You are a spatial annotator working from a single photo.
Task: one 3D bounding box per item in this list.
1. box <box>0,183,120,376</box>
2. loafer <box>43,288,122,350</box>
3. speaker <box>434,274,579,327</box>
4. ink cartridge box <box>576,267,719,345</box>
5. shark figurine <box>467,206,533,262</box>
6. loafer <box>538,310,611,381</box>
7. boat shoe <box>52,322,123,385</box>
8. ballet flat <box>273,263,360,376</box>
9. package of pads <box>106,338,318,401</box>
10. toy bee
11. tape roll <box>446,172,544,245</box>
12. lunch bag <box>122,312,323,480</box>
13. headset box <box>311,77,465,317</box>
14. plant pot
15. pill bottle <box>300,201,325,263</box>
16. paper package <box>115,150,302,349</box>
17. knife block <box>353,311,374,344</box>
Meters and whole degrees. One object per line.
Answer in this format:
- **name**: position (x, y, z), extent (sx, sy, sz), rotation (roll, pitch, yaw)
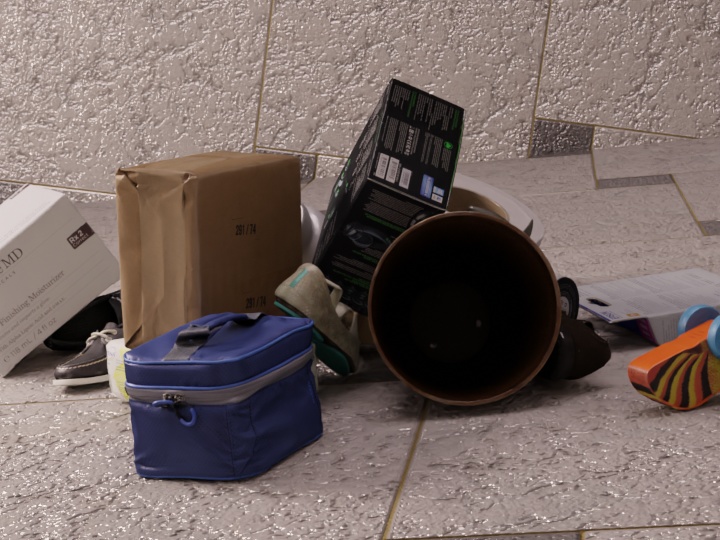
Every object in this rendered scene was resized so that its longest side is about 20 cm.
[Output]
- **box**: position (-0.428, 0.007, 1.970), extent (0.199, 0.131, 0.200), rotation (-42, 21, -15)
- **loafer**: position (-0.306, 0.060, 2.012), extent (0.200, 0.068, 0.070), rotation (-16, 9, -17)
- **speaker**: position (0.147, 0.028, 1.823), extent (0.200, 0.081, 0.081), rotation (14, 20, 38)
- **ink cartridge box**: position (0.343, 0.043, 1.826), extent (0.200, 0.043, 0.196), rotation (-10, 12, -11)
- **shark figurine**: position (0.153, -0.019, 1.727), extent (0.128, 0.090, 0.214), rotation (31, -20, -2)
- **loafer**: position (0.206, 0.078, 1.646), extent (0.071, 0.073, 0.200), rotation (5, 10, -11)
- **boat shoe**: position (-0.284, 0.089, 1.845), extent (0.074, 0.060, 0.200), rotation (0, 11, 36)
- **ballet flat**: position (-0.031, 0.052, 1.656), extent (0.067, 0.062, 0.200), rotation (30, -13, 24)
- **package of pads**: position (-0.162, 0.104, 1.673), extent (0.154, 0.068, 0.200), rotation (-11, 11, -34)
- **toy bee**: position (0.354, 0.080, 1.489), extent (0.200, 0.109, 0.131), rotation (-30, 17, 5)
- **tape roll**: position (0.126, -0.053, 1.992), extent (0.202, 0.071, 0.203), rotation (16, 25, -7)
- **lunch bag**: position (-0.129, 0.105, 1.451), extent (0.136, 0.133, 0.200), rotation (-1, 10, 24)
- **headset box**: position (0.024, -0.072, 1.716), extent (0.093, 0.200, 0.174), rotation (23, 43, -9)
- **plant pot**: position (0.099, 0.046, 1.621), extent (0.187, 0.187, 0.200), rotation (-6, -6, -1)
- **pill bottle**: position (-0.067, -0.009, 1.886), extent (0.109, 0.109, 0.200), rotation (-1, -28, 23)
- **paper package**: position (-0.154, -0.023, 1.640), extent (0.103, 0.191, 0.200), rotation (6, 13, 29)
- **knife block**: position (0.000, 0.000, 1.823), extent (0.064, 0.176, 0.200), rotation (-2, -3, 23)
